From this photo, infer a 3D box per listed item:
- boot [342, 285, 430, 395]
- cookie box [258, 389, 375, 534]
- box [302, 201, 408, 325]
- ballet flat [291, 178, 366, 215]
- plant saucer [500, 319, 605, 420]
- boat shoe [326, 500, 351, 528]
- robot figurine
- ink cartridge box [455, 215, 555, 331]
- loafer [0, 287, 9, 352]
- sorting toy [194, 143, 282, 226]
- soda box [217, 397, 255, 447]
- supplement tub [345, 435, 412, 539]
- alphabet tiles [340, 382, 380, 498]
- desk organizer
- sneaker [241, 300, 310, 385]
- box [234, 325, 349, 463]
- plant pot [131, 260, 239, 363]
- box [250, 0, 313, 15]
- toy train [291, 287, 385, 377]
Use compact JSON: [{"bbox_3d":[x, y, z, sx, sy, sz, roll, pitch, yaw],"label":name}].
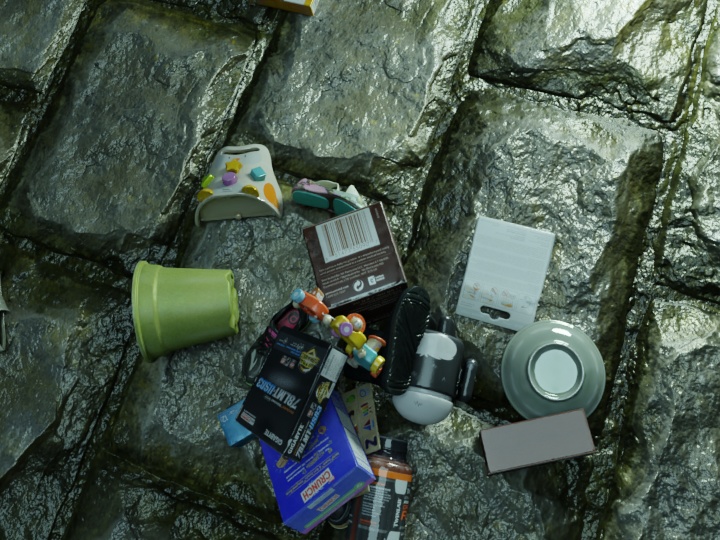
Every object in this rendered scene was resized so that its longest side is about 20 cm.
[{"bbox_3d":[0.039,0.119,1.197,0.167,0.075,0.205,10,86,55],"label":"boot"},{"bbox_3d":[-0.085,0.333,1.160,0.170,0.075,0.201,-38,44,8],"label":"cookie box"},{"bbox_3d":[0.000,0.000,1.242,0.162,0.200,0.168,-19,71,3],"label":"box"},{"bbox_3d":[-0.052,-0.156,1.373,0.196,0.070,0.072,20,58,14],"label":"ballet flat"},{"bbox_3d":[0.363,0.192,1.204,0.195,0.050,0.206,-2,77,8],"label":"plant saucer"},{"bbox_3d":[-0.045,0.377,1.209,0.073,0.062,0.205,-7,69,8],"label":"boat shoe"},{"bbox_3d":[0.129,0.187,1.210,0.123,0.149,0.205,21,73,-28],"label":"robot figurine"},{"bbox_3d":[0.291,0.008,1.289,0.158,0.050,0.205,14,94,12],"label":"ink cartridge box"},{"bbox_3d":[-0.810,0.085,1.415,0.068,0.070,0.206,-5,80,2],"label":"loafer"},{"bbox_3d":[-0.272,-0.205,1.414,0.194,0.108,0.183,-5,54,7],"label":"sorting toy"},{"bbox_3d":[-0.176,0.268,1.261,0.197,0.064,0.069,-30,71,0],"label":"soda box"},{"bbox_3d":[0.038,0.409,1.165,0.104,0.107,0.205,8,75,11],"label":"supplement tub"},{"bbox_3d":[-0.037,0.326,1.188,0.165,0.008,0.203,-26,48,20],"label":"alphabet tiles"},{"bbox_3d":[0.318,0.314,1.169,0.195,0.072,0.079,-13,69,5],"label":"desk organizer"},{"bbox_3d":[-0.177,0.137,1.290,0.076,0.084,0.202,32,80,17],"label":"sneaker"},{"bbox_3d":[-0.127,0.213,1.152,0.198,0.049,0.202,11,70,56],"label":"box"},{"bbox_3d":[-0.342,0.075,1.292,0.179,0.201,0.206,-5,72,-5],"label":"plant pot"},{"bbox_3d":[-0.186,-0.701,1.565,0.196,0.042,0.122,17,77,16],"label":"box"},{"bbox_3d":[-0.027,0.100,1.105,0.056,0.201,0.149,-49,34,-16],"label":"toy train"}]
